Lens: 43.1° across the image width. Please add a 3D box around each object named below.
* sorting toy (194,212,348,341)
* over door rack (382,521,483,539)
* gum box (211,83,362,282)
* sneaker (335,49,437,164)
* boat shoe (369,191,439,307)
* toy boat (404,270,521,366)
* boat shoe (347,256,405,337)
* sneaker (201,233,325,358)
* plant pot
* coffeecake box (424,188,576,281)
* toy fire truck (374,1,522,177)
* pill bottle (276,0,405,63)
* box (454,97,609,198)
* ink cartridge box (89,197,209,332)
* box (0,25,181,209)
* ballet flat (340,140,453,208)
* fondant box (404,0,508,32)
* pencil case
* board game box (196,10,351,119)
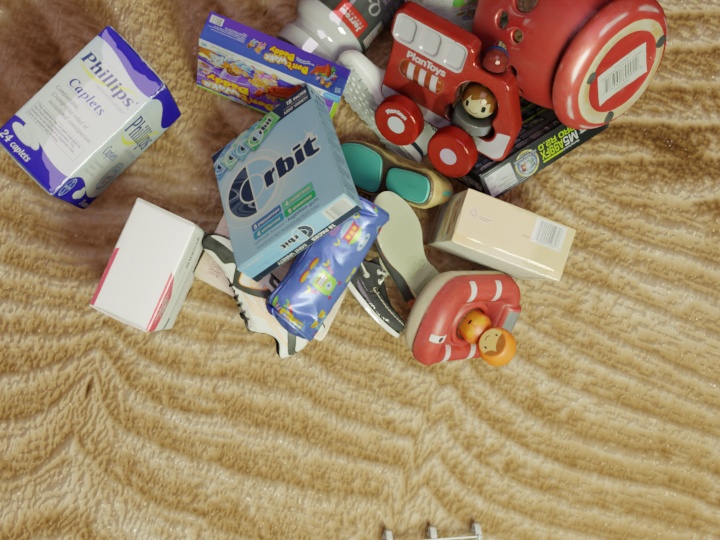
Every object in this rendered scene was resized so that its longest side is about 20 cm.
[{"bbox_3d":[-0.099,-0.036,1.277,0.198,0.070,0.201,27,86,-5],"label":"sorting toy"},{"bbox_3d":[0.108,0.466,1.285,0.145,0.067,0.203,-3,69,-6],"label":"over door rack"},{"bbox_3d":[-0.099,-0.113,1.152,0.169,0.044,0.202,-33,50,19],"label":"gum box"},{"bbox_3d":[0.040,-0.239,1.272,0.081,0.076,0.200,-50,126,-11],"label":"sneaker"},{"bbox_3d":[0.057,-0.024,1.260,0.071,0.062,0.201,-41,120,-17],"label":"boat shoe"},{"bbox_3d":[0.157,0.080,1.234,0.198,0.131,0.132,-2,121,-41],"label":"toy boat"},{"bbox_3d":[0.000,0.000,1.219,0.060,0.074,0.201,-40,85,-1],"label":"boat shoe"},{"bbox_3d":[-0.140,0.033,1.200,0.200,0.074,0.080,44,87,-4],"label":"sneaker"},{"bbox_3d":[0.267,-0.295,1.142,0.200,0.201,0.183,-38,53,-6],"label":"plant pot"},{"bbox_3d":[0.183,-0.045,1.242,0.152,0.200,0.074,20,88,-6],"label":"coffeecake box"},{"bbox_3d":[0.116,-0.230,1.160,0.199,0.169,0.112,31,53,12],"label":"toy fire truck"},{"bbox_3d":[-0.017,-0.367,1.268,0.116,0.116,0.201,40,85,-4],"label":"pill bottle"},{"bbox_3d":[0.220,-0.186,1.268,0.199,0.160,0.045,-32,118,-6],"label":"box"},{"bbox_3d":[-0.268,-0.003,1.193,0.083,0.200,0.146,24,87,-2],"label":"ink cartridge box"},{"bbox_3d":[-0.347,-0.192,1.194,0.105,0.184,0.200,44,85,-3],"label":"box"},{"bbox_3d":[0.047,-0.130,1.269,0.063,0.199,0.070,-4,116,-45],"label":"ballet flat"},{"bbox_3d":[0.136,-0.367,1.240,0.142,0.200,0.059,-16,77,-7],"label":"fondant box"},{"bbox_3d":[-0.045,-0.013,1.144,0.086,0.078,0.201,35,84,-30],"label":"pencil case"},{"bbox_3d":[-0.122,-0.263,1.242,0.198,0.135,0.045,21,72,-5],"label":"board game box"}]
